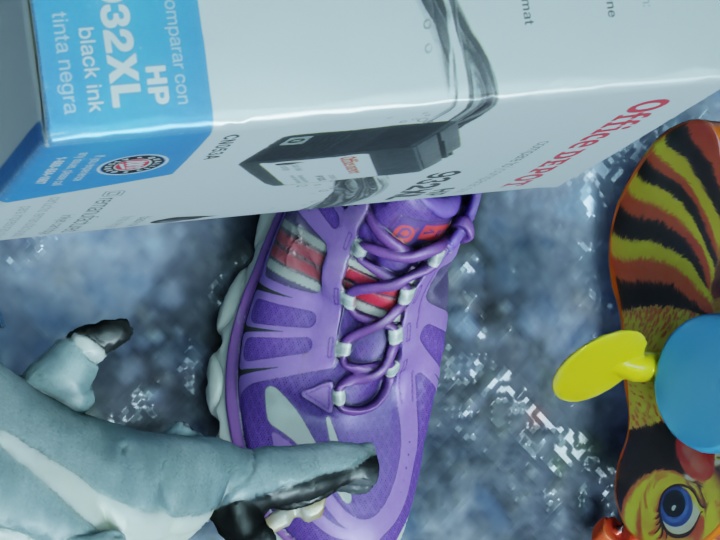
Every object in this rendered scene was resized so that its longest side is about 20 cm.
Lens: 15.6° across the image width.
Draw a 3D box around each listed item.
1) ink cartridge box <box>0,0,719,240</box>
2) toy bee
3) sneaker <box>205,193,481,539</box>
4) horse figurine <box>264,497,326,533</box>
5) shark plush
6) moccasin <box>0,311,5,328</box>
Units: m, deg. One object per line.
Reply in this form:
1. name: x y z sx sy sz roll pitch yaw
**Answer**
1. ink cartridge box: -0.013 -0.068 0.759 0.199 0.145 0.084 -6 81 -19
2. toy bee: 0.115 0.054 0.918 0.131 0.108 0.201 27 51 -32
3. sneaker: 0.000 0.000 0.876 0.080 0.083 0.201 5 91 -20
4. horse figurine: -0.040 0.165 0.839 0.132 0.050 0.201 -23 76 -12
5. shark plush: -0.088 0.052 0.807 0.199 0.091 0.084 7 87 -8
6. moccasin: -0.159 -0.038 0.822 0.080 0.068 0.201 -14 99 -20
